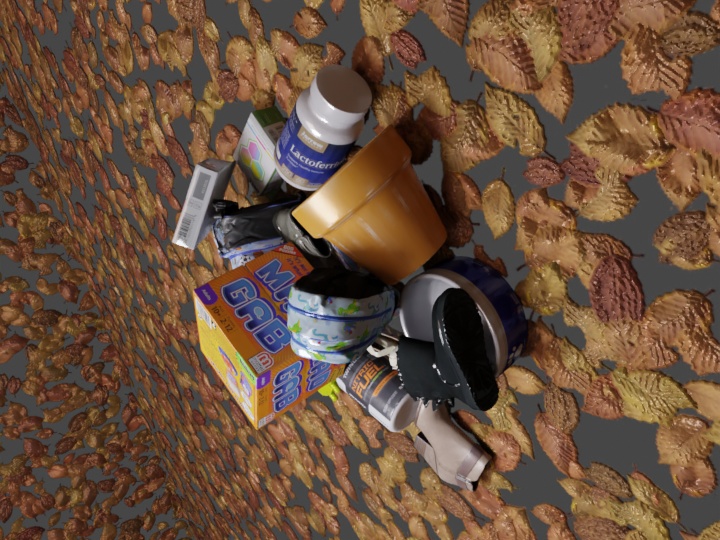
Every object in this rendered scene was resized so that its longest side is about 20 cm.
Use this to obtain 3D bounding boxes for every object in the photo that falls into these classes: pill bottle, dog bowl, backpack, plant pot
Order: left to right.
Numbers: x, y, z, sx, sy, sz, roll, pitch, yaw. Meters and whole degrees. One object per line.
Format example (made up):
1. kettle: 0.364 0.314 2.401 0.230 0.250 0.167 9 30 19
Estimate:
1. backpack: -0.205 -0.073 1.257 0.190 0.199 0.155 -170 73 -66
2. pill bottle: -0.062 -0.230 1.020 0.116 0.115 0.200 54 145 10
3. backpack: -0.034 0.060 0.936 0.162 0.155 0.200 14 174 7
4. pill bottle: 0.024 0.214 1.220 0.200 0.106 0.107 34 137 34
5. plant pot: 0.029 -0.086 0.956 0.183 0.200 0.200 48 146 -8
6. dog bowl: 0.158 0.082 0.984 0.200 0.079 0.201 31 136 36

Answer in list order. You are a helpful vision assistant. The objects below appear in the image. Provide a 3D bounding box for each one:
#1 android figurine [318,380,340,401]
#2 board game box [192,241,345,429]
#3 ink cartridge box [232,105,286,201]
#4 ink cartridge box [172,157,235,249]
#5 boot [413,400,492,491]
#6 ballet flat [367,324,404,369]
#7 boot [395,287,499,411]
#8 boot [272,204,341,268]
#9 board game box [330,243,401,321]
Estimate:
1. android figurine: -0.110 0.211 1.436 0.200 0.041 0.182 50 151 19
2. board game box: -0.155 0.115 1.117 0.200 0.199 0.200 48 150 24
3. ink cartridge box: -0.194 -0.219 1.242 0.104 0.059 0.200 56 145 8
4. ink cartridge box: -0.304 -0.146 1.239 0.050 0.200 0.163 20 107 -9
5. boot: 0.171 0.309 1.143 0.146 0.070 0.201 28 135 30
6. ballet flat: 0.064 0.147 1.158 0.200 0.067 0.068 20 128 43
7. boot: 0.114 0.120 0.940 0.162 0.073 0.199 -1 113 56
8. boot: -0.082 -0.033 1.138 0.200 0.068 0.131 52 167 -19
9. board game box: 0.000 0.000 1.111 0.200 0.034 0.135 54 175 9
